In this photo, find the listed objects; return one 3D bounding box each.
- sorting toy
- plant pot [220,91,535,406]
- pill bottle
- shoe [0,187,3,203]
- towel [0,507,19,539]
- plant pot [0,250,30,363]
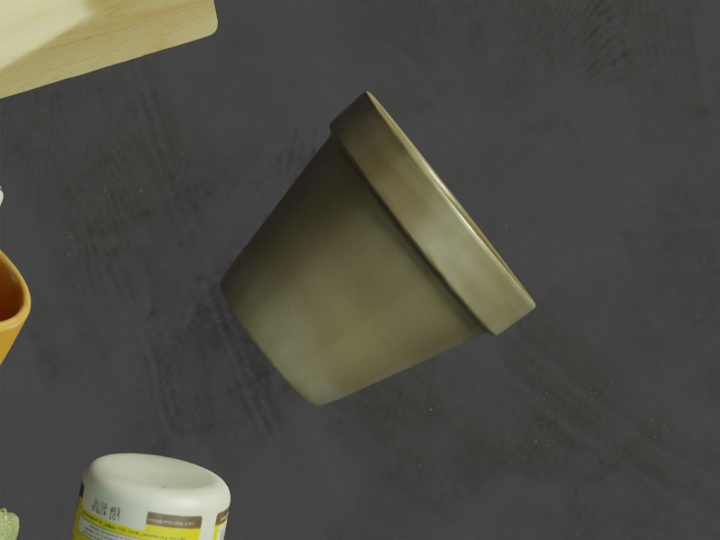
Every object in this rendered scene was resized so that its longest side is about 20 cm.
[{"bbox_3d":[-0.215,-0.232,1.429,0.199,0.070,0.200,-19,112,-23],"label":"sorting toy"},{"bbox_3d":[0.000,0.000,1.553,0.173,0.200,0.200,-38,119,5],"label":"plant pot"},{"bbox_3d":[-0.163,0.241,1.557,0.109,0.109,0.201,6,100,-29],"label":"pill bottle"},{"bbox_3d":[-0.315,-0.109,1.390,0.199,0.071,0.091,22,81,-20],"label":"shoe"},{"bbox_3d":[-0.323,0.243,1.486,0.199,0.036,0.149,-7,106,-45],"label":"towel"},{"bbox_3d":[-0.340,0.056,1.380,0.199,0.200,0.184,20,109,-30],"label":"plant pot"}]
